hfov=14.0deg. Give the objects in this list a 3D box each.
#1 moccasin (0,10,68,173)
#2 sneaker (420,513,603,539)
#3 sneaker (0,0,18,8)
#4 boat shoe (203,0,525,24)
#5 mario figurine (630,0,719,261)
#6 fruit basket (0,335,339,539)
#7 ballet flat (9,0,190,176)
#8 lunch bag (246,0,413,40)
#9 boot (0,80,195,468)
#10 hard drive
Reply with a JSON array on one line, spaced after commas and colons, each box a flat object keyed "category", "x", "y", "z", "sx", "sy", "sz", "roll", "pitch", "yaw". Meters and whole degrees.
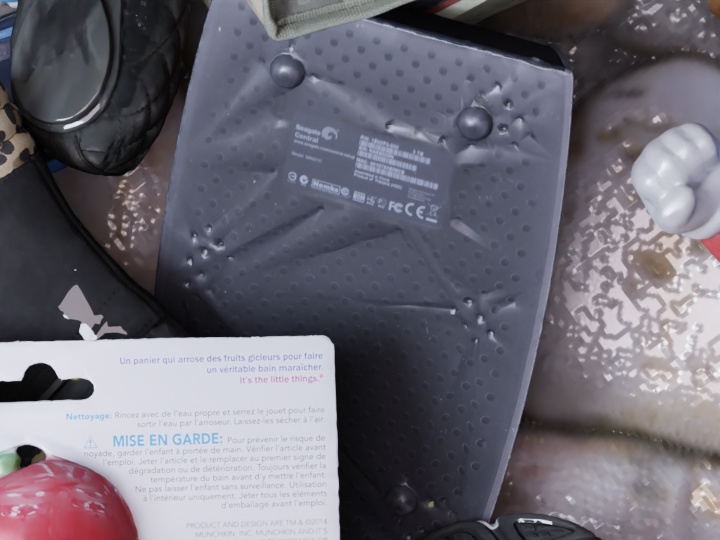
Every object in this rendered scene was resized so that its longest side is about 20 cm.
[{"category": "moccasin", "x": -0.196, "y": -0.066, "z": 1.057, "sx": 0.200, "sy": 0.080, "sz": 0.068, "roll": -5, "pitch": 107, "yaw": -1}, {"category": "sneaker", "x": 0.023, "y": 0.162, "z": 1.022, "sx": 0.200, "sy": 0.076, "sz": 0.092, "roll": -37, "pitch": 125, "yaw": 20}, {"category": "sneaker", "x": -0.174, "y": -0.178, "z": 1.038, "sx": 0.075, "sy": 0.087, "sz": 0.200, "roll": -45, "pitch": 83, "yaw": 12}, {"category": "boat shoe", "x": 0.038, "y": -0.117, "z": 1.009, "sx": 0.200, "sy": 0.071, "sz": 0.063, "roll": -28, "pitch": 85, "yaw": 16}, {"category": "mario figurine", "x": 0.167, "y": -0.009, "z": 0.965, "sx": 0.123, "sy": 0.106, "sz": 0.200, "roll": -13, "pitch": 81, "yaw": 46}, {"category": "fruit basket", "x": -0.097, "y": 0.123, "z": 0.946, "sx": 0.185, "sy": 0.094, "sz": 0.200, "roll": -2, "pitch": 82, "yaw": -3}, {"category": "ballet flat", "x": -0.077, "y": -0.130, "z": 1.027, "sx": 0.066, "sy": 0.057, "sz": 0.200, "roll": 12, "pitch": 76, "yaw": 18}, {"category": "lunch bag", "x": 0.033, "y": -0.168, "z": 0.928, "sx": 0.200, "sy": 0.164, "sz": 0.118, "roll": -14, "pitch": 124, "yaw": -17}, {"category": "boot", "x": -0.149, "y": 0.032, "z": 1.018, "sx": 0.200, "sy": 0.073, "sz": 0.151, "roll": -26, "pitch": 102, "yaw": 35}, {"category": "hard drive", "x": 0.000, "y": 0.000, "z": 1.002, "sx": 0.135, "sy": 0.042, "sz": 0.200, "roll": 16, "pitch": 120, "yaw": 10}]
